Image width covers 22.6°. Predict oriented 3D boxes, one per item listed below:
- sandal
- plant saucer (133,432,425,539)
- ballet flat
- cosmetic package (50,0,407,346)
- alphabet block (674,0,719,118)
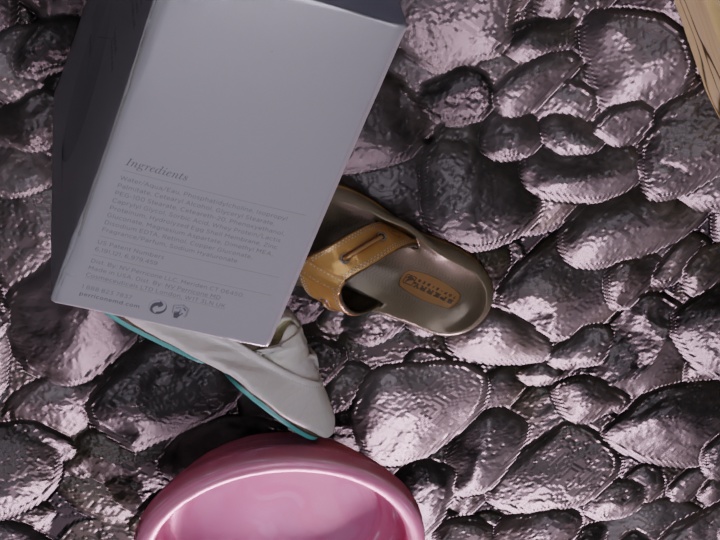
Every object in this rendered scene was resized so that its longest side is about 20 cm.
[{"bbox_3d":[0.000,0.000,1.115,0.199,0.054,0.081,22,120,-24],"label":"sandal"},{"bbox_3d":[-0.056,0.179,1.234,0.199,0.051,0.202,-4,133,-4],"label":"plant saucer"},{"bbox_3d":[-0.077,0.039,1.131,0.199,0.070,0.069,35,115,-28],"label":"ballet flat"},{"bbox_3d":[-0.076,-0.107,0.929,0.122,0.200,0.201,12,124,-17],"label":"cosmetic package"},{"bbox_3d":[0.270,-0.159,0.956,0.195,0.196,0.201,-22,128,10],"label":"alphabet block"}]
